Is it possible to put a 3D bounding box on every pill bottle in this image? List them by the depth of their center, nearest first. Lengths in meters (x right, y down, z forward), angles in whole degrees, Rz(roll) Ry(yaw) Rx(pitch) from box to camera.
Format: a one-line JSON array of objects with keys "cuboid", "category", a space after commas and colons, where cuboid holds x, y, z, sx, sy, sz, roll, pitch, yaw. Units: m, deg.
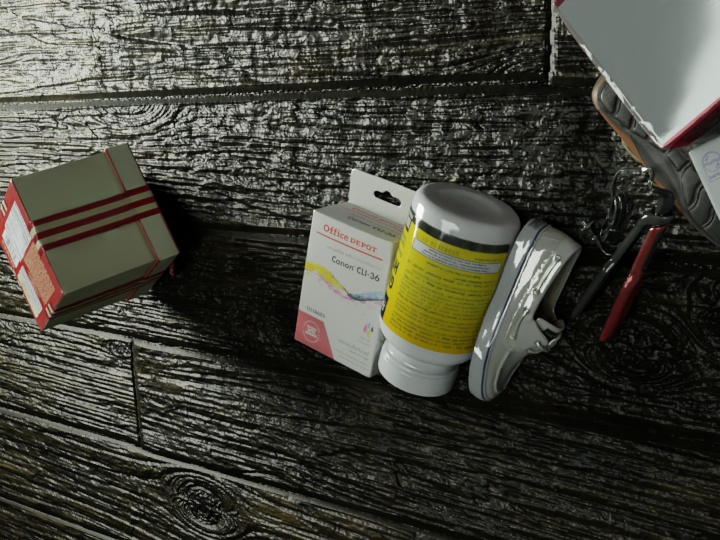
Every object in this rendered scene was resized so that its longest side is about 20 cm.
[{"cuboid": [0.083, 0.022, 0.994, 0.112, 0.112, 0.202, 29, 117, 28], "category": "pill bottle"}]

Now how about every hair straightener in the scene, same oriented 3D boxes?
[{"cuboid": [0.226, -0.021, 0.877, 0.077, 0.041, 0.201, 41, 149, 25], "category": "hair straightener"}]

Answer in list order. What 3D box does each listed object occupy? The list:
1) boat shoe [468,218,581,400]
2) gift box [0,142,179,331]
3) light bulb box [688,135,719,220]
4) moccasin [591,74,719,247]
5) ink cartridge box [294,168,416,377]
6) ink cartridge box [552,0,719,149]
[{"cuboid": [0.167, 0.052, 0.969, 0.069, 0.071, 0.202, 28, 113, 26], "category": "boat shoe"}, {"cuboid": [-0.358, -0.047, 1.276, 0.200, 0.185, 0.186, -28, 85, 58], "category": "gift box"}, {"cuboid": [0.367, -0.033, 0.710, 0.124, 0.197, 0.202, -27, 83, 40], "category": "light bulb box"}, {"cuboid": [0.279, -0.096, 0.843, 0.201, 0.078, 0.074, 42, 107, 4], "category": "moccasin"}, {"cuboid": [0.000, 0.000, 1.081, 0.116, 0.067, 0.202, 23, 114, 32], "category": "ink cartridge box"}, {"cuboid": [0.277, -0.197, 0.740, 0.145, 0.199, 0.145, -44, 72, 35], "category": "ink cartridge box"}]
